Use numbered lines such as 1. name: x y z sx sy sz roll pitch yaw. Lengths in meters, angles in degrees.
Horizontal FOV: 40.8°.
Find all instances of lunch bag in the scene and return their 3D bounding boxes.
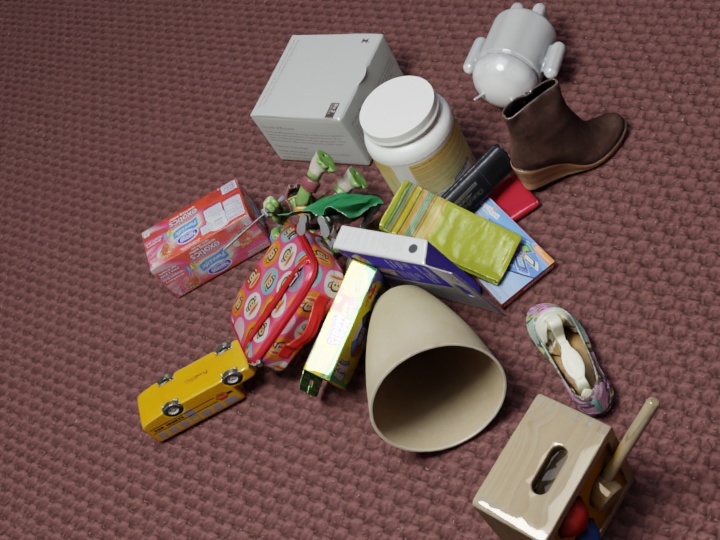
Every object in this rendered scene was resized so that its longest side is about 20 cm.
1. lunch bag: -0.109 0.050 1.458 0.200 0.082 0.176 -55 35 18

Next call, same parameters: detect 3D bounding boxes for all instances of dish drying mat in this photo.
1. dish drying mat: 0.179 -0.073 1.516 0.200 0.018 0.077 -32 52 2

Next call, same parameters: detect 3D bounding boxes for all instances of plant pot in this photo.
1. plant pot: 0.083 0.115 1.346 0.187 0.188 0.200 -29 35 6

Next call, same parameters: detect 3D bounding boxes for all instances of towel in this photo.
1. towel: 0.133 -0.058 1.438 0.199 0.018 0.086 26 82 11

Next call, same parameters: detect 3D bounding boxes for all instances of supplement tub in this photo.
1. supplement tub: 0.092 -0.194 1.525 0.144 0.200 0.145 -13 52 18

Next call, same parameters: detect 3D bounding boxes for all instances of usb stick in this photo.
1. usb stick: 0.155 -0.110 1.480 0.200 0.055 0.033 -45 28 -5

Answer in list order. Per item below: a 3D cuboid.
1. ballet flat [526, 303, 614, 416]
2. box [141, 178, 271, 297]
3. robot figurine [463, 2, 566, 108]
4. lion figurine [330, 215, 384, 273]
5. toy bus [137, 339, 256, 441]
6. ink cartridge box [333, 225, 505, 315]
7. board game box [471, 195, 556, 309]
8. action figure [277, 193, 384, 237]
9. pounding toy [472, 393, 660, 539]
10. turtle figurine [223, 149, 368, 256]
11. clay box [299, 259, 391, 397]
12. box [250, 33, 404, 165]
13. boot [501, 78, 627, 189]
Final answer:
1. ballet flat: 0.277 0.105 1.303 0.069 0.071 0.200 -29 49 7
2. box: -0.268 -0.055 1.683 0.199 0.096 0.100 -29 49 6
3. robot figurine: 0.256 -0.353 1.610 0.169 0.113 0.201 10 62 34
4. lion figurine: 0.000 0.000 1.520 0.072 0.122 0.201 1 70 66
5. toy bus: -0.252 0.189 1.514 0.199 0.078 0.065 -28 48 7
6. ink cartridge box: 0.092 0.000 1.391 0.199 0.198 0.044 14 79 33
7. board game box: 0.194 -0.041 1.469 0.103 0.019 0.200 -39 56 0
8. action figure: -0.022 -0.088 1.469 0.118 0.200 0.055 8 106 29
9. pounding toy: 0.256 0.245 1.140 0.142 0.184 0.200 23 70 37
10. turtle figurine: -0.083 -0.081 1.562 0.144 0.200 0.194 41 115 2
11. clay box: -0.022 0.094 1.416 0.047 0.115 0.201 20 82 16
12. box: -0.054 -0.307 1.727 0.199 0.131 0.199 8 61 31
13. boot: 0.310 -0.220 1.447 0.200 0.167 0.072 -31 48 -6
